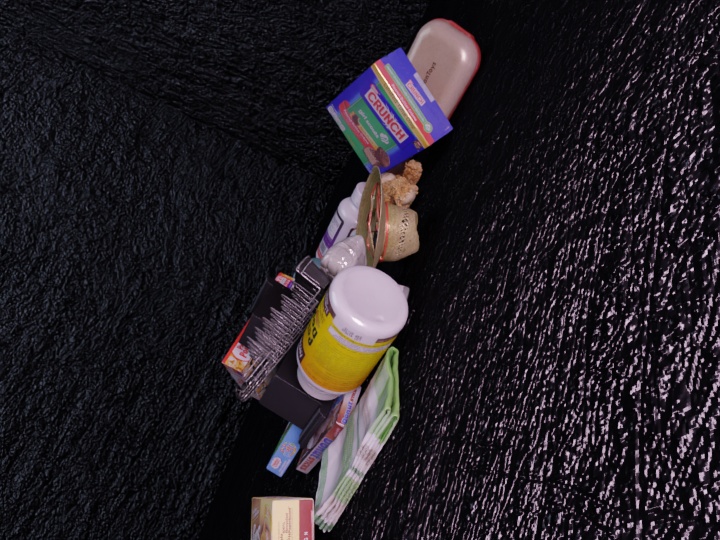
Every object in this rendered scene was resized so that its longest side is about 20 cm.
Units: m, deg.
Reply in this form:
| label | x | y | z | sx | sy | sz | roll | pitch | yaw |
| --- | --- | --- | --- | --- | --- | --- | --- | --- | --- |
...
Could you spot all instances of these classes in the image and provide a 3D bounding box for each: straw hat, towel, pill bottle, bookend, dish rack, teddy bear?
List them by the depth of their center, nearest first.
| label | x | y | z | sx | sy | sz | roll | pitch | yaw |
| --- | --- | --- | --- | --- | --- | --- | --- | --- | --- |
| towel | -0.006 | 0.209 | 0.794 | 0.150 | 0.030 | 0.201 | -87 | 23 | -66 |
| pill bottle | -0.021 | 0.094 | 0.851 | 0.110 | 0.108 | 0.201 | -74 | 11 | -46 |
| dish rack | -0.115 | 0.089 | 0.870 | 0.201 | 0.054 | 0.154 | -52 | -7 | -20 |
| straw hat | 0.048 | -0.056 | 0.960 | 0.201 | 0.084 | 0.204 | -175 | 90 | -80 |
| bookend | -0.121 | 0.143 | 1.018 | 0.092 | 0.197 | 0.201 | -56 | 3 | 37 |
| teddy bear | 0.060 | -0.146 | 1.197 | 0.145 | 0.066 | 0.201 | -53 | 12 | 33 |
| pill bottle | -0.013 | -0.089 | 1.377 | 0.112 | 0.110 | 0.201 | -78 | 15 | -56 |

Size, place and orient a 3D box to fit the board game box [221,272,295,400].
| label | x | y | z | sx | sy | sz | roll | pitch | yaw |
| --- | --- | --- | --- | --- | --- | --- | --- | --- | --- |
| board game box | -0.171 | 0.128 | 1.190 | 0.201 | 0.046 | 0.152 | -60 | -20 | -25 |

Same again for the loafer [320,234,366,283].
| label | x | y | z | sx | sy | sz | roll | pitch | yaw |
| --- | --- | --- | --- | --- | --- | --- | --- | --- | --- |
| loafer | -0.022 | 0.012 | 0.924 | 0.070 | 0.070 | 0.200 | -45 | -10 | -20 |

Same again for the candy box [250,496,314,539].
| label | x | y | z | sx | sy | sz | roll | pitch | yaw |
| --- | --- | --- | --- | --- | --- | --- | --- | --- | --- |
| candy box | -0.106 | 0.357 | 0.814 | 0.200 | 0.055 | 0.117 | 131 | 141 | -66 |

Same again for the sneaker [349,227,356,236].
| label | x | y | z | sx | sy | sz | roll | pitch | yaw |
| --- | --- | --- | --- | --- | --- | --- | --- | --- | --- |
| sneaker | 0.000 | 0.000 | 1.257 | 0.200 | 0.077 | 0.117 | 114 | 164 | -62 |

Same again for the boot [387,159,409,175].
| label | x | y | z | sx | sy | sz | roll | pitch | yaw |
| --- | --- | --- | --- | --- | --- | --- | --- | --- | --- |
| boot | 0.090 | -0.295 | 1.307 | 0.189 | 0.068 | 0.201 | -57 | -14 | -23 |

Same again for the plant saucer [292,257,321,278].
| label | x | y | z | sx | sy | sz | roll | pitch | yaw |
| --- | --- | --- | --- | --- | --- | --- | --- | --- | --- |
| plant saucer | -0.096 | 0.076 | 1.300 | 0.199 | 0.027 | 0.203 | 10 | 103 | 49 |

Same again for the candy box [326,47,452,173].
| label | x | y | z | sx | sy | sz | roll | pitch | yaw |
| --- | --- | --- | --- | --- | --- | --- | --- | --- | --- |
| candy box | 0.048 | -0.281 | 1.148 | 0.077 | 0.170 | 0.199 | -40 | 11 | -29 |

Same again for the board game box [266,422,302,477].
| label | x | y | z | sx | sy | sz | roll | pitch | yaw |
| --- | --- | --- | --- | --- | --- | --- | --- | --- | --- |
| board game box | -0.095 | 0.249 | 1.132 | 0.152 | 0.036 | 0.201 | -61 | 1 | 35 |

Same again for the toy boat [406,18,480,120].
| label | x | y | z | sx | sy | sz | roll | pitch | yaw |
| --- | --- | --- | --- | --- | --- | --- | --- | --- | --- |
| toy boat | 0.150 | -0.358 | 1.164 | 0.130 | 0.130 | 0.201 | -27 | -26 | -51 |

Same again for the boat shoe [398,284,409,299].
| label | x | y | z | sx | sy | sz | roll | pitch | yaw |
| --- | --- | --- | --- | --- | --- | --- | --- | --- | --- |
| boat shoe | 0.008 | 0.074 | 0.948 | 0.202 | 0.064 | 0.075 | 126 | 165 | -56 |

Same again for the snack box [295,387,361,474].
| label | x | y | z | sx | sy | sz | roll | pitch | yaw |
| --- | --- | --- | --- | --- | --- | --- | --- | --- | --- |
| snack box | -0.052 | 0.250 | 0.978 | 0.201 | 0.024 | 0.072 | -57 | 9 | 48 |
